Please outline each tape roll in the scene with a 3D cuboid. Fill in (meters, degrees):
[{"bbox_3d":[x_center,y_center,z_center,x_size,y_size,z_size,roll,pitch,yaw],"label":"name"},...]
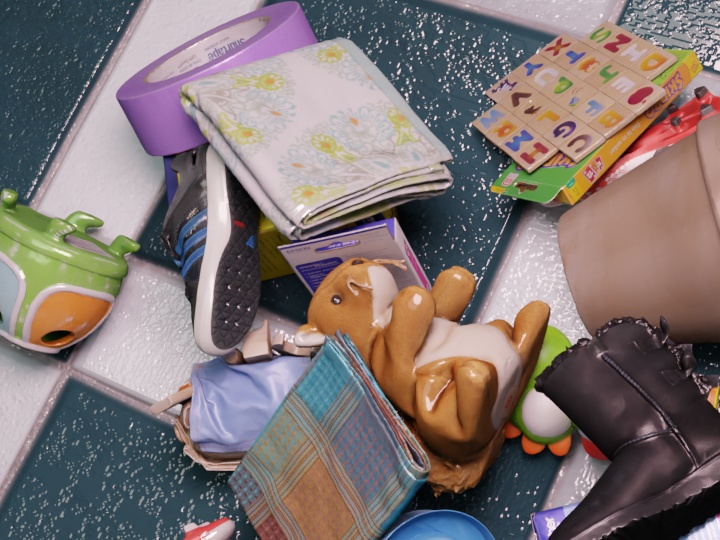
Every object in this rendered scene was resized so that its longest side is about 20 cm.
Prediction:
[{"bbox_3d":[-0.136,-0.189,1.270,0.200,0.066,0.200,-23,22,10],"label":"tape roll"}]

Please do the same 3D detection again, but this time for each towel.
[{"bbox_3d":[-0.031,0.167,1.053,0.147,0.022,0.200,55,128,28],"label":"towel"},{"bbox_3d":[-0.036,-0.119,1.123,0.171,0.048,0.200,-19,54,-30],"label":"towel"}]

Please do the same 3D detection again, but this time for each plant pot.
[{"bbox_3d":[0.266,-0.017,1.090,0.173,0.200,0.200,-17,65,20],"label":"plant pot"}]

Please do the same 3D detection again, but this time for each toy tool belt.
[{"bbox_3d":[-0.078,0.108,1.169,0.200,0.123,0.125,-17,70,9],"label":"toy tool belt"}]

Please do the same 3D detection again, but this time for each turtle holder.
[{"bbox_3d":[-0.323,-0.001,1.279,0.185,0.141,0.132,25,95,14],"label":"turtle holder"}]

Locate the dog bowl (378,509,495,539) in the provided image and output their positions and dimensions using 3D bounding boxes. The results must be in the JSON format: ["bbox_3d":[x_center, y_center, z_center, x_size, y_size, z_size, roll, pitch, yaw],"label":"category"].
[{"bbox_3d":[0.070,0.283,1.049,0.111,0.050,0.200,-23,100,-14],"label":"dog bowl"}]

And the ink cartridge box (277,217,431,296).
[{"bbox_3d":[0.000,0.000,1.148,0.095,0.200,0.037,-12,66,11],"label":"ink cartridge box"}]

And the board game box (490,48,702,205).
[{"bbox_3d":[0.210,-0.127,1.172,0.200,0.030,0.096,-43,26,-14],"label":"board game box"}]

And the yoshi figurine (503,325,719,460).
[{"bbox_3d":[0.201,0.099,1.110,0.200,0.112,0.112,8,56,21],"label":"yoshi figurine"}]

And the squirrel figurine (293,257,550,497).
[{"bbox_3d":[0.037,0.085,1.087,0.186,0.200,0.142,23,40,21],"label":"squirrel figurine"}]

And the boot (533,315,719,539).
[{"bbox_3d":[0.188,0.129,0.974,0.198,0.073,0.163,-28,51,-10],"label":"boot"}]

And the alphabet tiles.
[{"bbox_3d":[0.193,-0.164,1.203,0.166,0.006,0.200,-37,31,0],"label":"alphabet tiles"}]

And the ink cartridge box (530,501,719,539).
[{"bbox_3d":[0.218,0.224,1.032,0.200,0.136,0.076,-18,63,9],"label":"ink cartridge box"}]

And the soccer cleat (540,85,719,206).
[{"bbox_3d":[0.257,-0.092,1.185,0.200,0.085,0.069,-25,29,25],"label":"soccer cleat"}]

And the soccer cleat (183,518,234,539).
[{"bbox_3d":[-0.174,0.304,1.151,0.200,0.069,0.085,-44,73,0],"label":"soccer cleat"}]

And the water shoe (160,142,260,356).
[{"bbox_3d":[-0.136,-0.017,1.160,0.079,0.071,0.200,-10,66,31],"label":"water shoe"}]

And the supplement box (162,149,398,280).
[{"bbox_3d":[-0.073,-0.067,1.246,0.200,0.110,0.109,-13,67,12],"label":"supplement box"}]
